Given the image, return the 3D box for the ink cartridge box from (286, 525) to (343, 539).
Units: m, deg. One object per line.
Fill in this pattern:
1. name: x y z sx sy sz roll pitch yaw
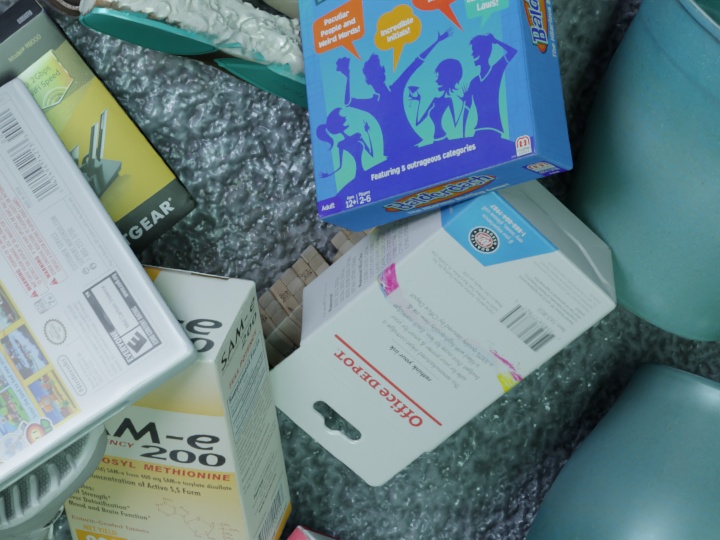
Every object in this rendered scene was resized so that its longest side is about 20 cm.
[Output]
1. ink cartridge box: -0.052 0.271 1.625 0.200 0.083 0.146 -50 158 3

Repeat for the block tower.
1. block tower: 0.000 0.000 1.605 0.200 0.058 0.054 -46 114 2

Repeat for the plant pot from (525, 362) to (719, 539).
1. plant pot: 0.209 0.168 1.655 0.199 0.200 0.189 23 84 -23

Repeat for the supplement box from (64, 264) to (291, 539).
1. supplement box: -0.119 0.093 1.524 0.125 0.074 0.201 7 134 17

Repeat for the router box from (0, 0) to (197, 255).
1. router box: -0.223 -0.041 1.522 0.200 0.052 0.157 -40 114 -2

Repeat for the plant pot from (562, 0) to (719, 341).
1. plant pot: 0.222 -0.068 1.587 0.199 0.200 0.188 24 115 -23

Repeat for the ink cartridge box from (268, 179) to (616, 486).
1. ink cartridge box: 0.043 0.028 1.540 0.200 0.068 0.115 -39 114 22

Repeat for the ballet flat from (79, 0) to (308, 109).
1. ballet flat: -0.085 -0.151 1.509 0.199 0.072 0.072 19 102 -42

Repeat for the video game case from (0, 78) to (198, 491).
1. video game case: -0.217 0.018 1.435 0.181 0.023 0.200 -33 73 -4

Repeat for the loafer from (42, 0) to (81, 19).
1. loafer: -0.181 -0.235 1.460 0.073 0.071 0.201 -22 113 -9

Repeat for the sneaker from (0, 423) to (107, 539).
1. sneaker: -0.209 0.132 1.516 0.082 0.075 0.200 3 148 -46

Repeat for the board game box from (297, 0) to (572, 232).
1. board game box: 0.038 -0.138 1.473 0.045 0.151 0.201 17 62 -53
